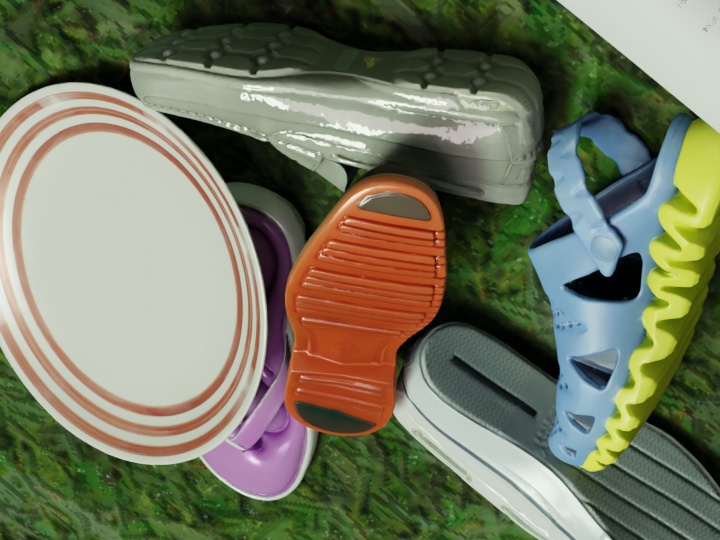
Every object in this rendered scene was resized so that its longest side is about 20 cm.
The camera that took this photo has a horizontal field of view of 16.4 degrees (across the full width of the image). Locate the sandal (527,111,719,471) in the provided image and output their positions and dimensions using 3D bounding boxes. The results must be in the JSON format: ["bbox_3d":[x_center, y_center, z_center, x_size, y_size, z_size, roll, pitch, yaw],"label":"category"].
[{"bbox_3d":[0.116,0.002,1.152,0.086,0.080,0.201,22,123,13],"label":"sandal"}]

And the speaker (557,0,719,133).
[{"bbox_3d":[0.136,-0.119,1.042,0.200,0.081,0.081,38,131,-5],"label":"speaker"}]

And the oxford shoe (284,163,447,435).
[{"bbox_3d":[0.000,0.000,1.176,0.071,0.073,0.200,12,147,-6],"label":"oxford shoe"}]

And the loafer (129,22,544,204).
[{"bbox_3d":[-0.013,-0.070,1.158,0.198,0.070,0.070,11,120,17],"label":"loafer"}]

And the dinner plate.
[{"bbox_3d":[-0.120,0.001,1.263,0.199,0.024,0.202,16,117,34],"label":"dinner plate"}]

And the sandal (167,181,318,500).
[{"bbox_3d":[-0.067,0.045,1.282,0.082,0.050,0.204,12,129,17],"label":"sandal"}]

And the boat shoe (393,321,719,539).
[{"bbox_3d":[0.103,0.100,1.241,0.200,0.074,0.067,40,150,2],"label":"boat shoe"}]
